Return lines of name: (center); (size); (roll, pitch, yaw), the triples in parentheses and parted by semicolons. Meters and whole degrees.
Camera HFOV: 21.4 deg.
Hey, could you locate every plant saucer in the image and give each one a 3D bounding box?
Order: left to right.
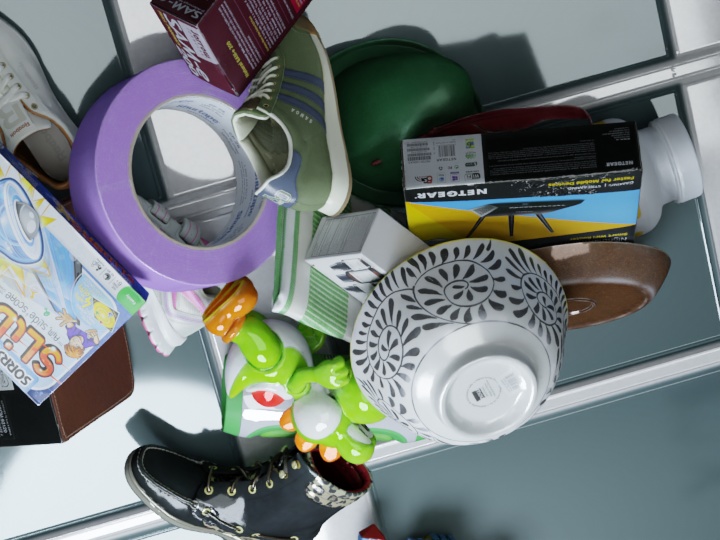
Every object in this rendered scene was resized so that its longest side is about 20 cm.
plant saucer: (0.189, 0.020, 1.754); (0.198, 0.200, 0.035); (-5, 73, -5)

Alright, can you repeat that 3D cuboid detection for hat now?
hat: (0.063, -0.160, 1.663); (0.198, 0.176, 0.167); (-9, 75, -17)

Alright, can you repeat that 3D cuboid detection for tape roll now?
tape roll: (-0.155, -0.083, 1.697); (0.199, 0.065, 0.202); (5, 81, -30)

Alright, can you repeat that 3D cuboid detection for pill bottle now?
pill bottle: (0.210, -0.074, 1.767); (0.198, 0.112, 0.113); (-20, 107, -1)

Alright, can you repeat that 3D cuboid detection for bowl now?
bowl: (0.097, 0.082, 1.630); (0.199, 0.094, 0.202); (-7, 125, -11)

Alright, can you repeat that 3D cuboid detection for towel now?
towel: (0.000, 0.000, 1.726); (0.199, 0.154, 0.023); (24, 147, -39)

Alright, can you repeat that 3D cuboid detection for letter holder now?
letter holder: (-0.298, 0.042, 1.756); (0.100, 0.142, 0.202); (-5, 105, 28)

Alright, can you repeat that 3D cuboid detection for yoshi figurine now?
yoshi figurine: (-0.043, 0.081, 1.715); (0.200, 0.113, 0.112); (45, 139, -9)

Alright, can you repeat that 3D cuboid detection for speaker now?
speaker: (-0.031, 0.119, 1.807); (0.198, 0.089, 0.089); (3, 106, -8)

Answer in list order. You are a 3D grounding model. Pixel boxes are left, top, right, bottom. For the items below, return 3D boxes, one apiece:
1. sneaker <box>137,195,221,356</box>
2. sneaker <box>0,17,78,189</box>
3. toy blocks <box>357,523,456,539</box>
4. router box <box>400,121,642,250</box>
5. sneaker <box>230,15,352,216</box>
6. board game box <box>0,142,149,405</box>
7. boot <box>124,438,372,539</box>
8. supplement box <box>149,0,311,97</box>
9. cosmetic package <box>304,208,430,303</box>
sneaker: (-0.186, -0.026, 1.757); (0.088, 0.081, 0.201); (-25, 114, -4)
sneaker: (-0.310, -0.157, 1.698); (0.073, 0.085, 0.200); (-39, 105, 7)
toy blocks: (0.064, 0.321, 1.881); (0.198, 0.100, 0.138); (7, 94, -8)
router box: (0.138, -0.066, 1.634); (0.198, 0.149, 0.052); (-4, 66, 4)
sneaker: (-0.072, -0.142, 1.664); (0.089, 0.202, 0.067); (3, 151, -34)
board game box: (-0.298, -0.002, 1.640); (0.135, 0.034, 0.200); (-43, 100, 8)
boot: (-0.104, 0.192, 1.794); (0.203, 0.074, 0.154); (31, 131, -20)
supplement box: (-0.085, -0.263, 1.643); (0.201, 0.061, 0.109); (-54, 150, -15)
cosmetic package: (0.051, 0.021, 1.688); (0.200, 0.082, 0.051); (36, 66, -31)
